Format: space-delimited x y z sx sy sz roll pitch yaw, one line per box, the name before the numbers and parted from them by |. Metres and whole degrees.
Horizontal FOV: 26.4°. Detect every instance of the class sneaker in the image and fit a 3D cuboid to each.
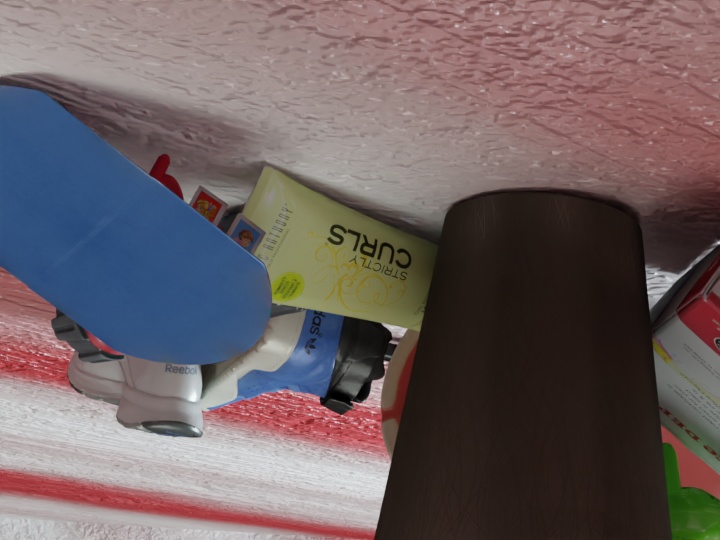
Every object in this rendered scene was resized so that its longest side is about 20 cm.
sneaker | -0.049 0.068 1.102 0.110 0.078 0.200 19 154 -20
sneaker | -0.158 0.063 1.130 0.074 0.088 0.199 10 -177 -31

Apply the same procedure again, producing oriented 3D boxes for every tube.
tube | 0.000 0.000 0.871 0.052 0.059 0.199 -15 157 41

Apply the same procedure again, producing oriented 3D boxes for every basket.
basket | 0.093 0.071 0.829 0.179 0.203 0.135 -7 160 40

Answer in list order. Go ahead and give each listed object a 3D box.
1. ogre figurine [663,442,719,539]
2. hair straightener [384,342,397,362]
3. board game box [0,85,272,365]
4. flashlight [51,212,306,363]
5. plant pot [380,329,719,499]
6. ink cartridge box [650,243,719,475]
ogre figurine | 0.175 0.173 0.916 0.197 0.099 0.121 15 138 16
hair straightener | 0.077 0.091 1.227 0.197 0.042 0.077 9 164 -21
board game box | -0.130 -0.030 0.780 0.199 0.039 0.158 38 144 -16
flashlight | -0.108 0.014 0.936 0.198 0.069 0.067 -9 159 43
plant pot | 0.118 0.105 1.018 0.199 0.203 0.177 -9 152 39
ink cartridge box | 0.235 0.054 0.851 0.145 0.083 0.200 41 166 5
